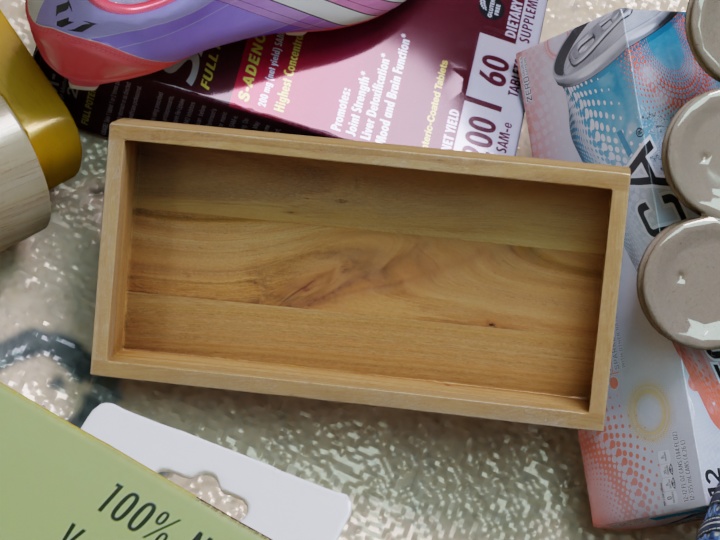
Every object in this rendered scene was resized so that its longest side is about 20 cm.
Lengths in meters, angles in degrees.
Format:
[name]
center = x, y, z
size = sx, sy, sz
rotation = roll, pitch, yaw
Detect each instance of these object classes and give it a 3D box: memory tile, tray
[memory tile]
center = 0.210, -0.032, 0.916
size = 0.199, 0.017, 0.154
rotation = 9, 91, -7
[tray]
center = 0.000, 0.000, 0.933
size = 0.199, 0.037, 0.099
rotation = 6, 98, 6

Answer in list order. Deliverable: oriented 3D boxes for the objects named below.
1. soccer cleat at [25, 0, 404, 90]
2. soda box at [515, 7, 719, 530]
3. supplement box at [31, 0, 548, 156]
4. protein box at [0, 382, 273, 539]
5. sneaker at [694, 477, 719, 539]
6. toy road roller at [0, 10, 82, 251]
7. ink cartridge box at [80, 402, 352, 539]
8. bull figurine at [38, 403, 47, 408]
[soccer cleat]
center = -0.036, -0.127, 0.940
size = 0.199, 0.077, 0.067
rotation = -21, 73, -21
[soda box]
center = 0.120, 0.000, 0.964
size = 0.063, 0.068, 0.201
rotation = -3, 80, -38
[supplement box]
center = -0.029, -0.094, 1.004
size = 0.199, 0.061, 0.109
rotation = 16, 64, -6
[protein box]
center = -0.128, 0.149, 0.736
size = 0.198, 0.135, 0.200
rotation = 27, 74, 21
[sneaker]
center = 0.208, 0.117, 0.927
size = 0.200, 0.077, 0.086
rotation = 14, 83, -35
[toy road roller]
center = -0.198, -0.098, 0.916
size = 0.123, 0.146, 0.200
rotation = -29, 76, -23
[ink cartridge box]
center = -0.083, 0.159, 0.840
size = 0.117, 0.067, 0.200
rotation = 19, 71, 23
[bull figurine]
center = -0.179, 0.118, 0.873
size = 0.121, 0.065, 0.200
rotation = 23, 63, 1
